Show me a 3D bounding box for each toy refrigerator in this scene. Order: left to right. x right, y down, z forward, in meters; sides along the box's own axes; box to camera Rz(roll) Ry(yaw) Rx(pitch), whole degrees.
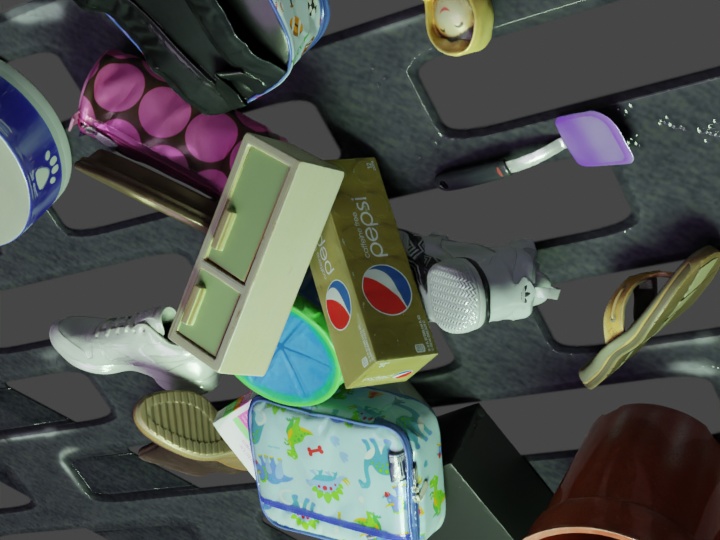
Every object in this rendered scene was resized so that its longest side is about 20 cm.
[{"bbox_3d":[-0.096,-0.013,1.279,0.076,0.070,0.201,30,103,37],"label":"toy refrigerator"}]

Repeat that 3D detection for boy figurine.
[{"bbox_3d":[0.048,-0.261,1.141,0.124,0.065,0.201,-9,119,31],"label":"boy figurine"}]

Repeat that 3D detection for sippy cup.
[{"bbox_3d":[-0.055,0.040,1.402,0.178,0.131,0.140,41,135,-7],"label":"sippy cup"}]

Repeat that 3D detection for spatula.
[{"bbox_3d":[0.143,-0.097,1.255,0.199,0.021,0.057,-14,120,37],"label":"spatula"}]

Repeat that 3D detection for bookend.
[{"bbox_3d":[0.096,0.265,1.535,0.198,0.092,0.200,-25,113,40],"label":"bookend"}]

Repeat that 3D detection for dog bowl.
[{"bbox_3d":[-0.405,-0.125,1.494,0.199,0.079,0.201,15,133,17],"label":"dog bowl"}]

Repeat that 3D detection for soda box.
[{"bbox_3d":[0.000,0.000,1.300,0.064,0.067,0.201,-46,55,52],"label":"soda box"}]

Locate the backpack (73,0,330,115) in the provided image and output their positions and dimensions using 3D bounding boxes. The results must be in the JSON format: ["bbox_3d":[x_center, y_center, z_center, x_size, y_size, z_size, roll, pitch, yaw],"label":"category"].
[{"bbox_3d":[-0.123,-0.235,1.195,0.199,0.154,0.191,-15,112,46],"label":"backpack"}]

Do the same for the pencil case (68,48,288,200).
[{"bbox_3d":[-0.170,-0.125,1.354,0.199,0.094,0.091,25,135,7],"label":"pencil case"}]

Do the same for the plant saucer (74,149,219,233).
[{"bbox_3d":[-0.178,-0.066,1.379,0.199,0.030,0.200,26,178,1],"label":"plant saucer"}]

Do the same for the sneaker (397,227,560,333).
[{"bbox_3d":[0.092,0.004,1.325,0.200,0.114,0.076,29,121,58],"label":"sneaker"}]

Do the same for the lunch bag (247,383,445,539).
[{"bbox_3d":[-0.014,0.196,1.433,0.199,0.082,0.162,11,117,31],"label":"lunch bag"}]

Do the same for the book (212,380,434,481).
[{"bbox_3d":[-0.040,0.157,1.518,0.199,0.048,0.134,-32,108,23],"label":"book"}]

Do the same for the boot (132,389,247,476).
[{"bbox_3d":[-0.204,0.195,1.610,0.199,0.073,0.166,20,151,-38],"label":"boot"}]

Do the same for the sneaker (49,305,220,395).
[{"bbox_3d":[-0.246,0.070,1.586,0.199,0.075,0.100,12,125,9],"label":"sneaker"}]

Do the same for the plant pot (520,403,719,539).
[{"bbox_3d":[0.258,0.243,1.355,0.200,0.196,0.202,15,132,17],"label":"plant pot"}]

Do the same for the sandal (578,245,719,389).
[{"bbox_3d":[0.245,0.037,1.285,0.054,0.080,0.200,51,141,12],"label":"sandal"}]
